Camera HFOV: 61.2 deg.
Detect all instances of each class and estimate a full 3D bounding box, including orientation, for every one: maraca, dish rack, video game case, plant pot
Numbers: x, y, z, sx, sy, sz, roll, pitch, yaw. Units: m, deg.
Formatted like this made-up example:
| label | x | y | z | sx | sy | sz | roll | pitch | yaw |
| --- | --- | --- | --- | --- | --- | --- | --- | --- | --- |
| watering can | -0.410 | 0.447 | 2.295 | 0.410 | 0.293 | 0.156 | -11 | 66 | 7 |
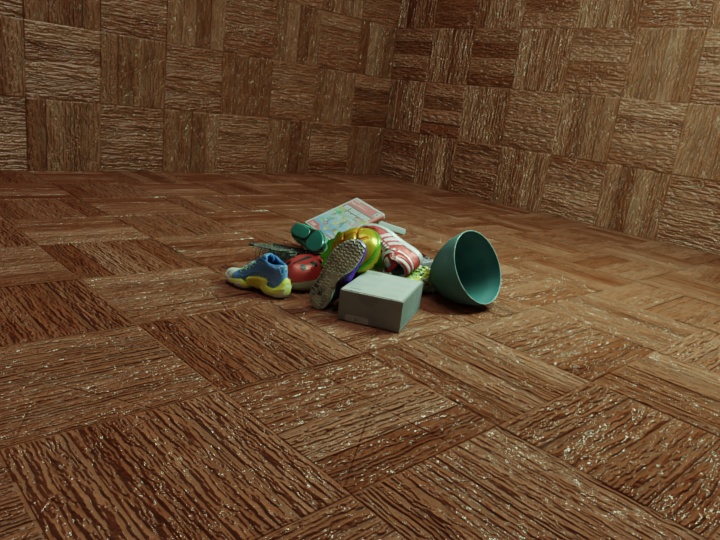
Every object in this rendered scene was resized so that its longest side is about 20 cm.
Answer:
| label | x | y | z | sx | sy | sz | roll | pitch | yaw |
| --- | --- | --- | --- | --- | --- | --- | --- | --- | --- |
| maraca | -0.028 | -0.052 | 1.585 | 0.200 | 0.137 | 0.107 | 4 | -32 | 45 |
| dish rack | -0.230 | -0.049 | 1.760 | 0.153 | 0.055 | 0.200 | 11 | 4 | 17 |
| video game case | 0.026 | -0.156 | 1.956 | 0.181 | 0.023 | 0.200 | 17 | 3 | 28 |
| plant pot | 0.267 | 0.006 | 1.653 | 0.200 | 0.201 | 0.135 | -9 | -7 | -45 |
| video game case | -0.047 | -0.151 | 1.830 | 0.200 | 0.017 | 0.143 | -28 | 42 | -26 |

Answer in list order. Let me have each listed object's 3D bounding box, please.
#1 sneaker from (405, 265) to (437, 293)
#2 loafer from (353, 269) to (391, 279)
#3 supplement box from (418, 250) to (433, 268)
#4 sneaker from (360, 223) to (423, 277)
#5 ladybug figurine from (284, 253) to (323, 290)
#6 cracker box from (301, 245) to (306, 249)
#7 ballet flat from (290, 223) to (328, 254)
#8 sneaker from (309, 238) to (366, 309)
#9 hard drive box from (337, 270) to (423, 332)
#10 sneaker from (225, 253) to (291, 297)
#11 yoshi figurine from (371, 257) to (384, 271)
| label | x | y | z | sx | sy | sz | roll | pitch | yaw |
| --- | --- | --- | --- | --- | --- | --- | --- | --- | --- |
| sneaker | 0.152 | 0.024 | 1.691 | 0.200 | 0.077 | 0.075 | -10 | 24 | -44 |
| loafer | 0.000 | 0.000 | 1.643 | 0.200 | 0.073 | 0.073 | 27 | 16 | 20 |
| supplement box | 0.115 | -0.050 | 1.864 | 0.200 | 0.061 | 0.109 | 34 | 22 | 26 |
| sneaker | 0.064 | -0.052 | 1.661 | 0.200 | 0.071 | 0.112 | 31 | 41 | 14 |
| ladybug figurine | -0.151 | 0.002 | 1.644 | 0.135 | 0.072 | 0.200 | 12 | 16 | 17 |
| cracker box | -0.097 | -0.110 | 2.001 | 0.199 | 0.058 | 0.134 | -8 | 11 | -7 |
| ballet flat | -0.132 | -0.084 | 1.752 | 0.070 | 0.067 | 0.200 | 39 | -3 | -37 |
| sneaker | -0.045 | 0.002 | 1.484 | 0.070 | 0.200 | 0.099 | 43 | 20 | 15 |
| hard drive box | 0.052 | 0.069 | 1.481 | 0.155 | 0.077 | 0.200 | 12 | 16 | 17 |
| sneaker | -0.257 | -0.003 | 1.551 | 0.199 | 0.105 | 0.076 | 15 | 17 | 24 |
| yoshi figurine | 0.034 | -0.008 | 1.742 | 0.199 | 0.113 | 0.112 | 9 | 46 | -4 |
